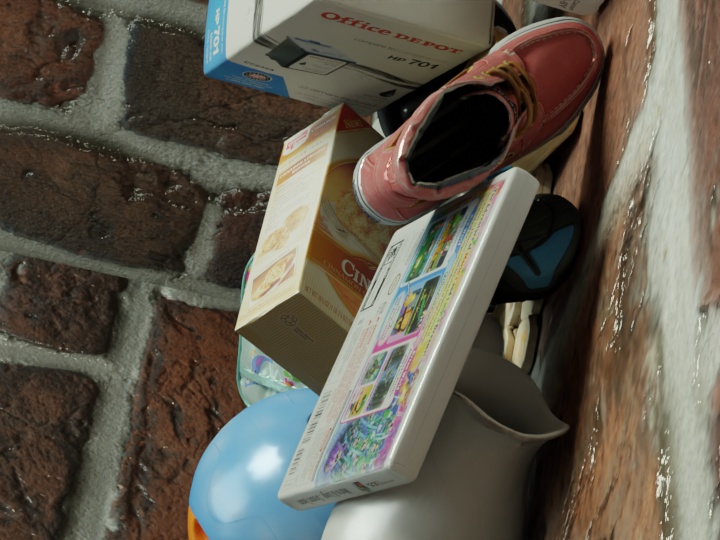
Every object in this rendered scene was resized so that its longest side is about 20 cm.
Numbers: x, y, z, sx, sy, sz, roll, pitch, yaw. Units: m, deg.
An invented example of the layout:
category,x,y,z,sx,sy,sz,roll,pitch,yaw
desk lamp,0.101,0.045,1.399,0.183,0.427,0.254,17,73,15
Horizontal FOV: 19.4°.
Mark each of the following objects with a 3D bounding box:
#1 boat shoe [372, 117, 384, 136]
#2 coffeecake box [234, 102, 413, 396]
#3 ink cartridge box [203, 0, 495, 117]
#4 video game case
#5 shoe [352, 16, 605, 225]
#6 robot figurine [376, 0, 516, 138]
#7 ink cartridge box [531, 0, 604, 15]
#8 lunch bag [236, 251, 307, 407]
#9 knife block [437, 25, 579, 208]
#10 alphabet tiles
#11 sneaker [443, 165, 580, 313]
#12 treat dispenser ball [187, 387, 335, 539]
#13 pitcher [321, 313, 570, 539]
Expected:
category,x,y,z,sx,sy,sz,roll,pitch,yaw
boat shoe,0.074,-0.080,1.801,0.200,0.063,0.071,-127,46,-53
coffeecake box,0.000,0.000,1.592,0.073,0.153,0.201,-30,33,36
ink cartridge box,-0.010,-0.190,1.538,0.200,0.145,0.087,-20,61,62
video game case,0.027,0.046,1.281,0.201,0.024,0.182,-66,16,-20
shoe,0.088,-0.099,1.308,0.199,0.072,0.091,-36,4,-19
robot figurine,0.071,-0.153,1.697,0.200,0.124,0.151,-88,14,-62
ink cartridge box,0.147,-0.293,1.394,0.145,0.083,0.202,117,164,-72
lunch bag,-0.014,0.069,1.762,0.077,0.199,0.162,-9,-69,-49
knife block,0.080,-0.079,1.513,0.176,0.064,0.200,-60,10,16
alphabet tiles,0.106,0.028,1.499,0.196,0.014,0.202,124,158,-77
sneaker,0.101,-0.010,1.373,0.200,0.072,0.083,-112,14,-72
treat dispenser ball,-0.035,0.193,1.639,0.201,0.199,0.203,-168,90,-85
pitcher,0.048,0.137,1.304,0.172,0.120,0.201,-92,24,-65
